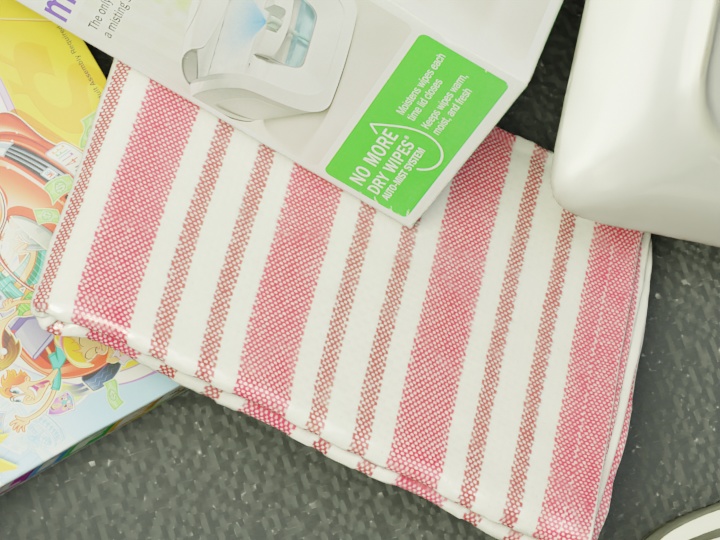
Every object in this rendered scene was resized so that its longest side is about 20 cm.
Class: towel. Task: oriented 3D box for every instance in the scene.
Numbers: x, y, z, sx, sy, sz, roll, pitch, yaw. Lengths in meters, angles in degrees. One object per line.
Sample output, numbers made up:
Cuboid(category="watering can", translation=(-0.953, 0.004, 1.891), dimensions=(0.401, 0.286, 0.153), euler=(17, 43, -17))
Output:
Cuboid(category="towel", translation=(0.000, 0.000, 0.790), dimensions=(0.199, 0.030, 0.147), euler=(25, 50, -12))

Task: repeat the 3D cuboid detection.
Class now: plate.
Cuboid(category="plate", translation=(0.158, -0.101, 0.815), dimensions=(0.199, 0.032, 0.201), euler=(12, 91, -42))

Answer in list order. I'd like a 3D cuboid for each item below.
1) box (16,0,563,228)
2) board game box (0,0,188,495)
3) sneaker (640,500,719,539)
Cuboid(category="box", translation=(-0.010, -0.147, 0.799), dimensions=(0.176, 0.097, 0.201), euler=(31, 53, -7))
Cuboid(category="board game box", translation=(-0.140, -0.029, 0.782), dimensions=(0.134, 0.034, 0.201), euler=(-29, 85, -21))
Cuboid(category="sneaker", translation=(0.183, 0.137, 0.785), dimensions=(0.199, 0.076, 0.116), euler=(9, 37, -15))
